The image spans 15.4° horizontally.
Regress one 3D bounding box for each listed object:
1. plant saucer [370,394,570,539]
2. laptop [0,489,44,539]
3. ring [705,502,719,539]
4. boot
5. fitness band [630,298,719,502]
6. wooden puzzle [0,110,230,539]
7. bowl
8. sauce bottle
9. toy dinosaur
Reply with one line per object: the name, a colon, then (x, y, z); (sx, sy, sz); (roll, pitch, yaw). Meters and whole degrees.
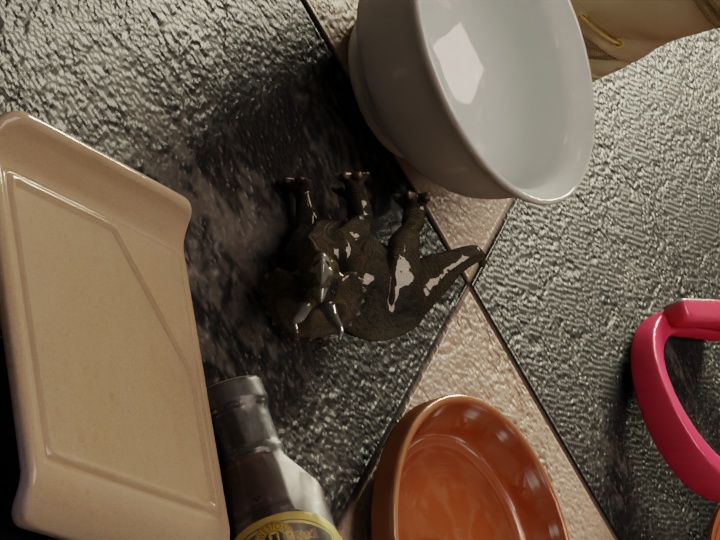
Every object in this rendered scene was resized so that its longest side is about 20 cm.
plant saucer: (0.064, 0.173, 1.567); (0.200, 0.032, 0.200); (30, 52, -49)
laptop: (-0.171, 0.152, 1.145); (0.200, 0.103, 0.177); (27, 54, -49)
ring: (0.288, 0.251, 1.889); (0.200, 0.019, 0.200); (32, 49, -48)
boot: (0.167, -0.223, 1.791); (0.200, 0.155, 0.073); (55, 36, -27)
fitness band: (0.255, 0.093, 1.883); (0.200, 0.037, 0.144); (6, 66, -55)
wooden puzzle: (-0.129, 0.041, 1.305); (0.185, 0.037, 0.200); (29, 51, -60)
bowl: (0.055, -0.126, 1.636); (0.201, 0.090, 0.201); (29, 53, -48)
sauce bottle: (-0.039, 0.152, 1.372); (0.066, 0.066, 0.200); (3, 59, -57)
toy dinosaur: (0.000, 0.000, 1.528); (0.200, 0.077, 0.102); (16, 74, -59)
